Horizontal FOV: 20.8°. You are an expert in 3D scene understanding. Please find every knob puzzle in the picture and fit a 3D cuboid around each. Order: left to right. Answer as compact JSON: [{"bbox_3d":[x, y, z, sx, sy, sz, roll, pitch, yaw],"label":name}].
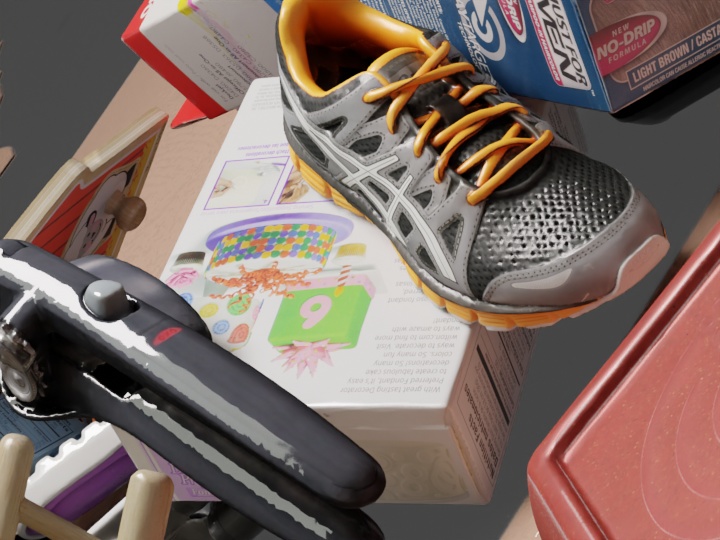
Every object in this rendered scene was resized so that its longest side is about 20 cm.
[{"bbox_3d":[-0.168,0.026,1.023,0.220,0.030,0.220,-56,-8,-12],"label":"knob puzzle"}]

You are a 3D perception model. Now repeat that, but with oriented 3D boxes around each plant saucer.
[{"bbox_3d":[0.125,0.035,0.556,0.200,0.037,0.200,-53,18,9],"label":"plant saucer"}]

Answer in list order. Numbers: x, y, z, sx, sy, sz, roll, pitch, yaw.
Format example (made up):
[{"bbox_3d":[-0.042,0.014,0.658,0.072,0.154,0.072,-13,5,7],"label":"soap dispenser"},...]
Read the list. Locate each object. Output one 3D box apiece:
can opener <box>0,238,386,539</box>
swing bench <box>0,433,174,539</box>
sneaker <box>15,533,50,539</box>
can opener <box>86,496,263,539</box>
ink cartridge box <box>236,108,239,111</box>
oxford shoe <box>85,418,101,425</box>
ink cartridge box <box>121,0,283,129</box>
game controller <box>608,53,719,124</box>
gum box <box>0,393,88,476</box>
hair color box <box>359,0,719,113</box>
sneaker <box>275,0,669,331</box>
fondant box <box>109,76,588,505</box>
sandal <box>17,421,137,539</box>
[{"bbox_3d":[-0.065,0.039,0.683,0.079,0.064,0.200,-37,45,-26],"label":"can opener"},{"bbox_3d":[-0.102,0.179,0.700,0.201,0.130,0.199,-62,21,-12],"label":"swing bench"},{"bbox_3d":[-0.175,0.156,0.951,0.076,0.091,0.200,-53,15,-6],"label":"sneaker"},{"bbox_3d":[-0.061,0.087,0.875,0.200,0.053,0.067,-43,20,20],"label":"can opener"},{"bbox_3d":[0.042,-0.166,1.048,0.175,0.084,0.200,-25,33,49],"label":"ink cartridge box"},{"bbox_3d":[-0.106,0.051,0.980,0.200,0.071,0.073,62,-133,-83],"label":"oxford shoe"},{"bbox_3d":[-0.043,-0.150,0.983,0.200,0.067,0.116,-16,39,53],"label":"ink cartridge box"},{"bbox_3d":[0.169,-0.129,0.760,0.200,0.042,0.105,-33,27,45],"label":"game controller"},{"bbox_3d":[-0.237,0.145,0.986,0.170,0.045,0.200,-51,-10,27],"label":"gum box"},{"bbox_3d":[0.071,-0.118,0.771,0.100,0.061,0.200,-30,22,-19],"label":"hair color box"},{"bbox_3d":[0.030,-0.045,0.723,0.078,0.077,0.200,-39,44,-21],"label":"sneaker"},{"bbox_3d":[0.000,0.000,0.791,0.144,0.058,0.200,-2,42,24],"label":"fondant box"},{"bbox_3d":[-0.074,0.073,0.930,0.202,0.050,0.082,-36,-15,5],"label":"sandal"}]
